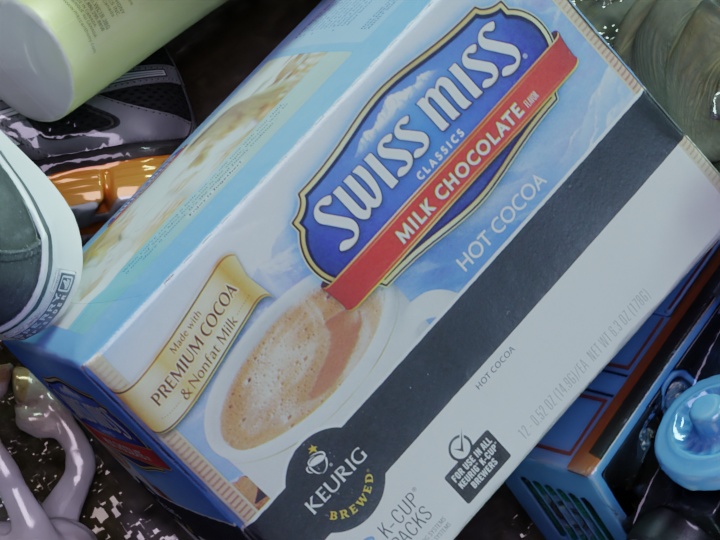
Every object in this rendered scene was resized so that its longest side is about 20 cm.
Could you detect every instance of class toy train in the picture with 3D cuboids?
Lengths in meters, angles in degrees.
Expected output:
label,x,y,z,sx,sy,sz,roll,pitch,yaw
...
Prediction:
label,x,y,z,sx,sy,sz,roll,pitch,yaw
toy train,0.135,0.023,0.797,0.114,0.087,0.200,15,60,45

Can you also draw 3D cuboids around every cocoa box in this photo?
label,x,y,z,sx,sy,sz,roll,pitch,yaw
cocoa box,0.000,0.000,0.771,0.200,0.133,0.131,-47,107,-12

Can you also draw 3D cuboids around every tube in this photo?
label,x,y,z,sx,sy,sz,roll,pitch,yaw
tube,-0.062,-0.124,0.848,0.200,0.052,0.058,-45,119,-38

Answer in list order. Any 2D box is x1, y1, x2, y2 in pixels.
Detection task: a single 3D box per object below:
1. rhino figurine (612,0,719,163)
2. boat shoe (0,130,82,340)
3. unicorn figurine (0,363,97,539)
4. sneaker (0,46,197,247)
label,x,y,z,sx,sy,sz,roll,pitch,yaw
rhino figurine,0.137,-0.076,0.789,0.060,0.200,0.088,36,96,-13
boat shoe,-0.174,-0.049,0.747,0.200,0.068,0.072,45,105,28
unicorn figurine,-0.133,0.105,0.806,0.199,0.074,0.138,-15,84,12
sneaker,-0.155,-0.043,0.841,0.199,0.078,0.077,-5,74,-11
